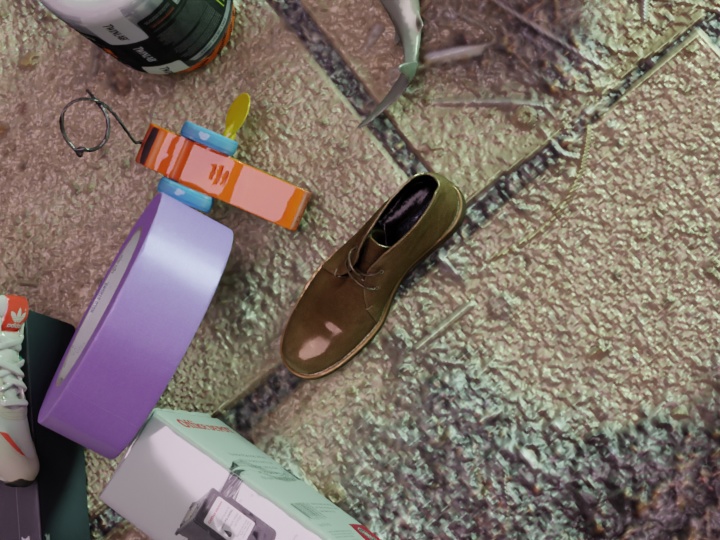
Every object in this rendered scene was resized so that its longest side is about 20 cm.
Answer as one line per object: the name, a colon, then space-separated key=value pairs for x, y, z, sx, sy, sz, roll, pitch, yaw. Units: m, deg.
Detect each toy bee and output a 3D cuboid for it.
toy bee: x=-0.136 y=-0.095 z=1.498 sx=0.200 sy=0.109 sz=0.131 roll=44 pitch=90 yaw=-9

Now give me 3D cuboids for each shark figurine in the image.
shark figurine: x=0.003 y=-0.233 z=1.503 sx=0.089 sy=0.128 sz=0.215 roll=-20 pitch=94 yaw=36

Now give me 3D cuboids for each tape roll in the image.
tape roll: x=-0.173 y=0.042 z=1.412 sx=0.066 sy=0.200 sz=0.200 roll=29 pitch=88 yaw=-12

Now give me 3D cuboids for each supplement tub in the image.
supplement tub: x=-0.176 y=-0.230 z=1.469 sx=0.122 sy=0.200 sz=0.123 roll=-3 pitch=80 yaw=14

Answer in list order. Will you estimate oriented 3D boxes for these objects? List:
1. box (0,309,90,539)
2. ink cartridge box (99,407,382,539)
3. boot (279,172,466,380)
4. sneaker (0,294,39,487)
box: x=-0.327 y=0.147 z=1.494 sx=0.182 sy=0.104 sz=0.200 roll=-8 pitch=79 yaw=14
ink cartridge box: x=-0.081 y=0.196 z=1.400 sx=0.200 sy=0.145 sz=0.083 roll=34 pitch=92 yaw=17
boot: x=0.000 y=0.000 z=1.451 sx=0.074 sy=0.075 sz=0.200 roll=40 pitch=93 yaw=15
sneaker: x=-0.288 y=0.067 z=1.406 sx=0.093 sy=0.070 sz=0.200 roll=-37 pitch=71 yaw=11
